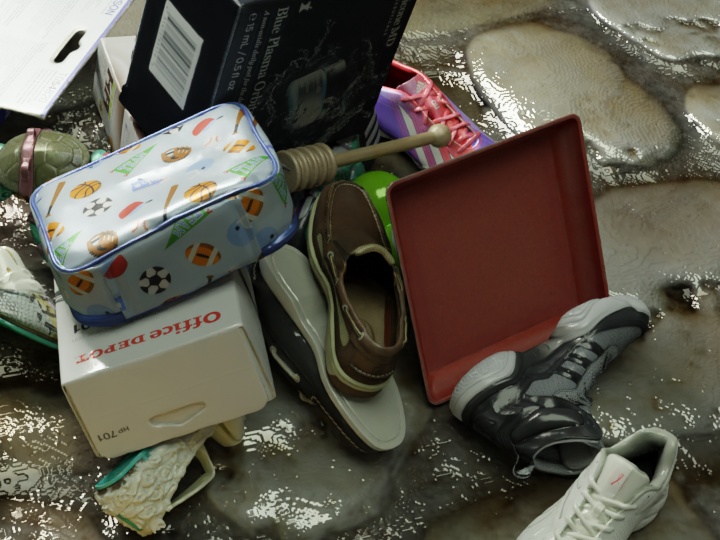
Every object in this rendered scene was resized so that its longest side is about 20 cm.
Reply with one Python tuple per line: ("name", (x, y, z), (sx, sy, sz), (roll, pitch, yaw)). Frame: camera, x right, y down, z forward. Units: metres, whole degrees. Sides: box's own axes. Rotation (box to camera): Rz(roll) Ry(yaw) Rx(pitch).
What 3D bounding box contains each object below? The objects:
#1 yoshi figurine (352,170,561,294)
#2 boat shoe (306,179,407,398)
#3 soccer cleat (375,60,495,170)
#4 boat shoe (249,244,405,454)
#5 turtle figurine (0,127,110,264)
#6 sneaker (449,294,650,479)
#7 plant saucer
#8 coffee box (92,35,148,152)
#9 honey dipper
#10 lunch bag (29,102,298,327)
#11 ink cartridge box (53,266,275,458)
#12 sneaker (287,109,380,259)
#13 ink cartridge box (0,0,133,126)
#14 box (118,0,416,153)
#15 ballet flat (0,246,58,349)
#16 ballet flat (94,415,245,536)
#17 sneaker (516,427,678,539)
("yoshi figurine", (0.069, -0.053, 1.460), (0.200, 0.113, 0.112), (-11, 43, -18))
("boat shoe", (0.006, 0.001, 1.339), (0.075, 0.075, 0.203), (5, 53, -23))
("soccer cleat", (0.064, -0.142, 1.547), (0.200, 0.073, 0.068), (34, 52, 16))
("boat shoe", (-0.036, 0.073, 1.359), (0.074, 0.060, 0.200), (-16, 66, -50))
("turtle figurine", (-0.277, -0.077, 1.413), (0.200, 0.101, 0.150), (3, 46, 0))
("sneaker", (0.181, 0.103, 1.372), (0.200, 0.076, 0.114), (-26, 61, -22))
("plant saucer", (0.113, -0.013, 1.399), (0.200, 0.200, 0.037), (-22, 22, -26))
("coffee box", (-0.158, -0.116, 1.472), (0.114, 0.080, 0.200), (-7, 53, -22))
("honey dipper", (0.009, -0.103, 1.445), (0.200, 0.038, 0.038), (-16, 55, -40))
("lunch bag", (-0.147, -0.048, 1.262), (0.200, 0.076, 0.160), (-23, 35, -6))
("ink cartridge box", (-0.158, 0.034, 1.293), (0.146, 0.086, 0.200), (-18, 36, 0))
("sneaker", (-0.050, -0.078, 1.488), (0.087, 0.075, 0.200), (6, 41, 19))
("ink cartridge box", (-0.331, -0.209, 1.524), (0.200, 0.041, 0.200), (15, 48, 15))
("box", (-0.074, -0.199, 1.383), (0.200, 0.197, 0.117), (-20, 58, -35))
("ballet flat", (-0.316, 0.006, 1.342), (0.200, 0.072, 0.072), (18, 50, 5))
("ballet flat", (-0.132, 0.131, 1.298), (0.072, 0.072, 0.200), (30, 54, 13))
("sneaker", (0.181, 0.187, 1.282), (0.078, 0.099, 0.200), (33, 52, 16))
